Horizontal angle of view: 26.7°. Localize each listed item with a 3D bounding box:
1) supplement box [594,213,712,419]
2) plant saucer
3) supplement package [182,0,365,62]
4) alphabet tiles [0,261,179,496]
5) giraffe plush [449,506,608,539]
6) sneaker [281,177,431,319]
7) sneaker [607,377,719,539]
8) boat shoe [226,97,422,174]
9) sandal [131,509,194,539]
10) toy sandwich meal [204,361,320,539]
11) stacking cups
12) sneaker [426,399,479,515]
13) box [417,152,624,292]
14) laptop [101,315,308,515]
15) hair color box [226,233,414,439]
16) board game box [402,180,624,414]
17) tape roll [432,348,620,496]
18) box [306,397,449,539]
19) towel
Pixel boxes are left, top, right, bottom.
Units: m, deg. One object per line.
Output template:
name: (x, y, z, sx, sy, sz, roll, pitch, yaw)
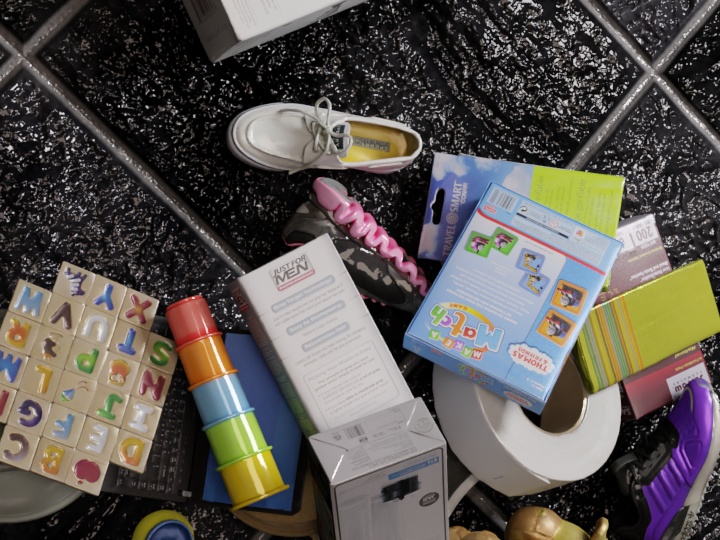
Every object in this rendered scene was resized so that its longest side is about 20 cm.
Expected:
supplement box: (0.295, 0.051, 1.659, 0.109, 0.061, 0.200, -22, 94, -21)
plant saucer: (-0.325, 0.131, 1.396, 0.200, 0.050, 0.200, 0, 79, 0)
supplement package: (-0.072, -0.305, 1.522, 0.200, 0.117, 0.117, -26, 94, -19)
alphabet tiles: (-0.256, 0.097, 1.387, 0.166, 0.006, 0.200, 24, 62, -20)
giraffe plush: (0.177, 0.310, 1.553, 0.162, 0.173, 0.200, -41, 104, -29)
sneaker: (0.000, 0.000, 1.559, 0.095, 0.079, 0.200, -44, 101, 4)
sneaker: (0.319, 0.208, 1.627, 0.099, 0.070, 0.200, 10, 105, -9)
boat shoe: (-0.031, -0.132, 1.539, 0.202, 0.086, 0.075, 7, 83, -20)
sandal: (-0.181, 0.333, 1.450, 0.079, 0.087, 0.200, -6, 90, -22)
toy sandwich meal: (-0.057, 0.175, 1.512, 0.205, 0.070, 0.205, -1, 81, 8)
stacking cups: (-0.129, 0.121, 1.414, 0.060, 0.061, 0.200, -20, 85, -20)
sneaker: (0.057, 0.208, 1.558, 0.099, 0.071, 0.200, 48, 66, -9)
box: (0.169, -0.051, 1.595, 0.200, 0.048, 0.122, 9, 81, 8)
laptop: (-0.156, 0.133, 1.444, 0.200, 0.103, 0.177, 14, 77, -33)
hair color box: (-0.034, 0.077, 1.438, 0.099, 0.061, 0.200, -28, 90, -17)
board game box: (0.153, 0.024, 1.510, 0.151, 0.037, 0.200, 26, 63, 9)
tape roll: (0.173, 0.128, 1.567, 0.202, 0.071, 0.202, 15, 63, -32)
box: (0.020, 0.219, 1.412, 0.117, 0.060, 0.200, -18, 137, -14)
towel: (0.302, 0.058, 1.611, 0.200, 0.018, 0.086, -21, 99, -31)
